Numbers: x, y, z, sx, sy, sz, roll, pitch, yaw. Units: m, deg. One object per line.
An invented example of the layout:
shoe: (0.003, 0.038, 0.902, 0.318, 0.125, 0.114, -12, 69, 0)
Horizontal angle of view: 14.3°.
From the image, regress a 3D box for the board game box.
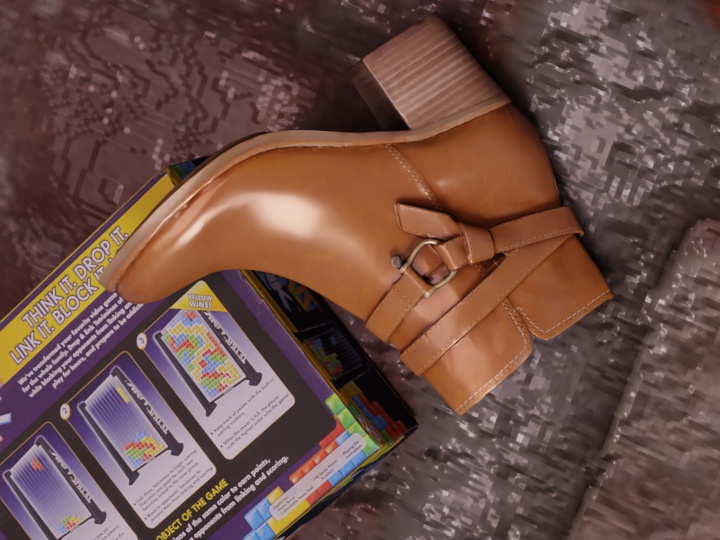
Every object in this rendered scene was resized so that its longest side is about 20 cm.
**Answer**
board game box: (-0.098, 0.072, 1.357, 0.200, 0.057, 0.166, -41, 82, 23)

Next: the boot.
boot: (0.000, 0.000, 1.272, 0.199, 0.077, 0.156, -33, 92, -10)
